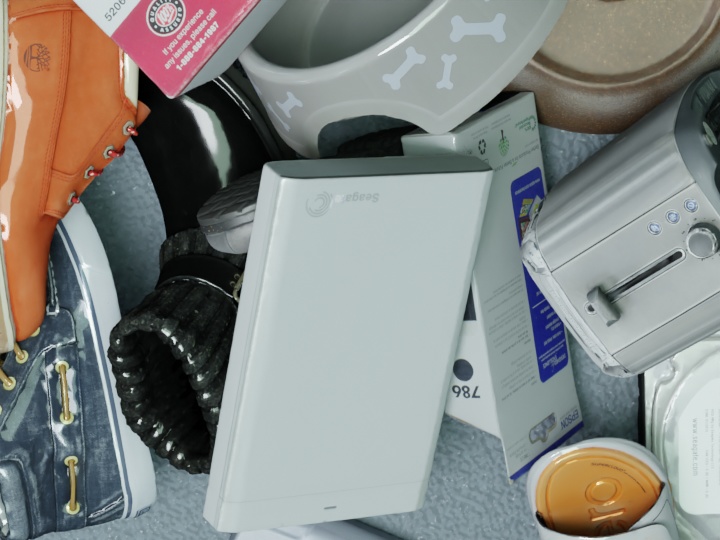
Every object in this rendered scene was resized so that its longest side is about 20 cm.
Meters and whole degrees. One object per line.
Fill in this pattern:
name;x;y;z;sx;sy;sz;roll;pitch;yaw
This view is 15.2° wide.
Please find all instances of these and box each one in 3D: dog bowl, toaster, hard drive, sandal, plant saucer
dog bowl;0.017;-0.152;1.414;0.200;0.200;0.059;-38;127;7
toaster;0.169;-0.028;1.458;0.129;0.200;0.114;-33;99;23
hard drive;0.259;0.093;1.547;0.199;0.038;0.140;-2;101;-1
hard drive;-0.007;0.038;1.414;0.131;0.026;0.201;-4;116;-33
sandal;0.151;0.181;1.515;0.079;0.059;0.207;-17;126;2
plant saucer;0.136;-0.172;1.495;0.199;0.037;0.201;0;102;0

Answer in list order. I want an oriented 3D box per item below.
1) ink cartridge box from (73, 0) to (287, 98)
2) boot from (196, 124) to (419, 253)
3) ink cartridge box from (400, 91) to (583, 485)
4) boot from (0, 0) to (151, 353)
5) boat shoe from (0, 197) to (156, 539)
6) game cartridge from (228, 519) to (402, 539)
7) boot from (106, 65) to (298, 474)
ink cartridge box;-0.109;-0.210;1.351;0.200;0.083;0.145;45;113;3
boot;0.000;0.000;1.456;0.070;0.200;0.132;-5;100;42
ink cartridge box;0.075;0.009;1.494;0.039;0.099;0.201;-2;105;31
boot;-0.161;-0.055;1.418;0.107;0.075;0.201;-2;103;-22
boat shoe;-0.178;0.048;1.473;0.091;0.071;0.201;-16;94;-21
game cartridge;-0.040;0.238;1.575;0.133;0.041;0.201;22;100;-8
boot;-0.095;-0.012;1.457;0.079;0.158;0.212;-23;105;47
